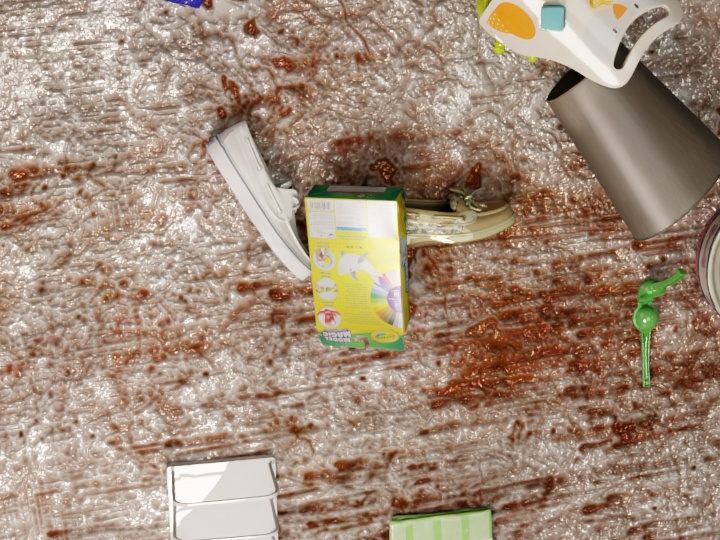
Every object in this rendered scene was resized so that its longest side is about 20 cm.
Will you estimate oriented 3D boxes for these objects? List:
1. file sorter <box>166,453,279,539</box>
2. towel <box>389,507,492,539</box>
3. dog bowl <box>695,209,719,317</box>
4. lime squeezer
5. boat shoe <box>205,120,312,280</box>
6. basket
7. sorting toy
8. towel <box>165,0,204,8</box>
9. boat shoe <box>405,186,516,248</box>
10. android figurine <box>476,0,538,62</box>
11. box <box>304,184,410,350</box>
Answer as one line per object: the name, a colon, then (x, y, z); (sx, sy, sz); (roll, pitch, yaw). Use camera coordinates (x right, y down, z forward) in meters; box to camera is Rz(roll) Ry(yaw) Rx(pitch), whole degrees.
file sorter: (-0.164, 0.349, 1.370); (0.136, 0.125, 0.204); (-3, 102, -10)
towel: (0.108, 0.419, 1.491); (0.147, 0.031, 0.204); (-3, 99, -13)
dog bowl: (0.530, -0.012, 1.464); (0.197, 0.074, 0.204); (-2, 101, -10)
lime squeezer: (0.386, 0.058, 1.456); (0.037, 0.071, 0.202); (-16, 134, -24)
boat shoe: (-0.105, -0.083, 1.323); (0.065, 0.074, 0.201); (-33, 106, 1)
basket: (0.331, -0.169, 1.363); (0.200, 0.136, 0.181); (46, 58, -10)
sorting toy: (0.270, -0.311, 1.276); (0.180, 0.107, 0.201); (41, 87, 0)
towel: (-0.227, -0.387, 1.196); (0.145, 0.050, 0.202); (14, 130, -2)
boat shoe: (0.095, -0.068, 1.366); (0.197, 0.073, 0.064); (-9, 105, -9)
android figurine: (0.209, -0.358, 1.348); (0.179, 0.041, 0.203); (8, 97, -14)
box: (0.000, 0.000, 1.336); (0.115, 0.048, 0.203); (4, 115, 15)
